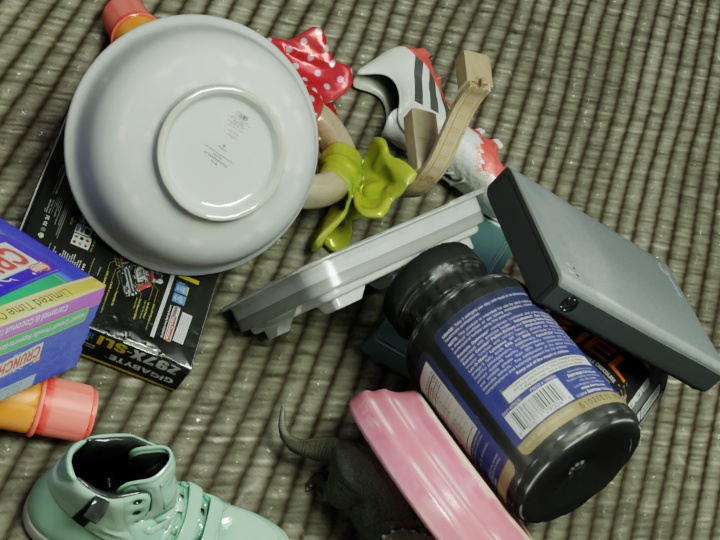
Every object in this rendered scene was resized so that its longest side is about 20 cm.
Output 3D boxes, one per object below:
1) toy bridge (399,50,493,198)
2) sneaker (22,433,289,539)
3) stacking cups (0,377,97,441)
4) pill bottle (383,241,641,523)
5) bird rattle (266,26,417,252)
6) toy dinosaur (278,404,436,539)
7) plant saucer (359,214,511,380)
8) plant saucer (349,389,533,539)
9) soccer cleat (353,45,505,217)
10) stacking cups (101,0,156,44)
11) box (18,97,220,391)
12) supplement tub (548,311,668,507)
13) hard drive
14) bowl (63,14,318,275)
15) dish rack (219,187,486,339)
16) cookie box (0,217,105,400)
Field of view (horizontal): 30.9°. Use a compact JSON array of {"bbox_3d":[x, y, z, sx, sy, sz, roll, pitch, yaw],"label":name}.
[{"bbox_3d":[0.054,-0.106,1.112,0.027,0.200,0.068,10,58,-25],"label":"toy bridge"},{"bbox_3d":[-0.126,0.173,0.908,0.199,0.118,0.074,17,54,-19],"label":"sneaker"},{"bbox_3d":[-0.285,0.085,0.911,0.199,0.061,0.061,18,55,-20],"label":"stacking cups"},{"bbox_3d":[0.103,0.075,0.958,0.111,0.112,0.200,-13,50,-32],"label":"pill bottle"},{"bbox_3d":[-0.049,-0.118,1.107,0.162,0.112,0.201,-11,70,-47],"label":"bird rattle"},{"bbox_3d":[0.008,0.175,0.982,0.076,0.102,0.201,-14,66,-30],"label":"toy dinosaur"},{"bbox_3d":[0.075,0.015,1.158,0.070,0.019,0.200,29,51,9],"label":"plant saucer"},{"bbox_3d":[0.070,0.164,0.972,0.051,0.201,0.201,-38,82,2],"label":"plant saucer"},{"bbox_3d":[0.067,-0.125,1.217,0.085,0.069,0.201,-22,69,-24],"label":"soccer cleat"},{"bbox_3d":[-0.163,-0.165,1.088,0.060,0.061,0.201,-3,43,-28],"label":"stacking cups"},{"bbox_3d":[-0.188,-0.025,1.036,0.159,0.049,0.201,23,54,-17],"label":"box"},{"bbox_3d":[0.182,0.101,1.100,0.123,0.123,0.200,45,46,3],"label":"supplement tub"},{"bbox_3d":[0.195,0.009,1.036,0.199,0.033,0.140,27,29,-33],"label":"hard drive"},{"bbox_3d":[-0.113,-0.088,0.964,0.199,0.090,0.203,-4,101,-21],"label":"bowl"},{"bbox_3d":[0.000,0.000,1.049,0.199,0.171,0.044,-23,90,-35],"label":"dish rack"},{"bbox_3d":[-0.302,0.007,0.867,0.199,0.076,0.171,32,22,14],"label":"cookie box"}]
